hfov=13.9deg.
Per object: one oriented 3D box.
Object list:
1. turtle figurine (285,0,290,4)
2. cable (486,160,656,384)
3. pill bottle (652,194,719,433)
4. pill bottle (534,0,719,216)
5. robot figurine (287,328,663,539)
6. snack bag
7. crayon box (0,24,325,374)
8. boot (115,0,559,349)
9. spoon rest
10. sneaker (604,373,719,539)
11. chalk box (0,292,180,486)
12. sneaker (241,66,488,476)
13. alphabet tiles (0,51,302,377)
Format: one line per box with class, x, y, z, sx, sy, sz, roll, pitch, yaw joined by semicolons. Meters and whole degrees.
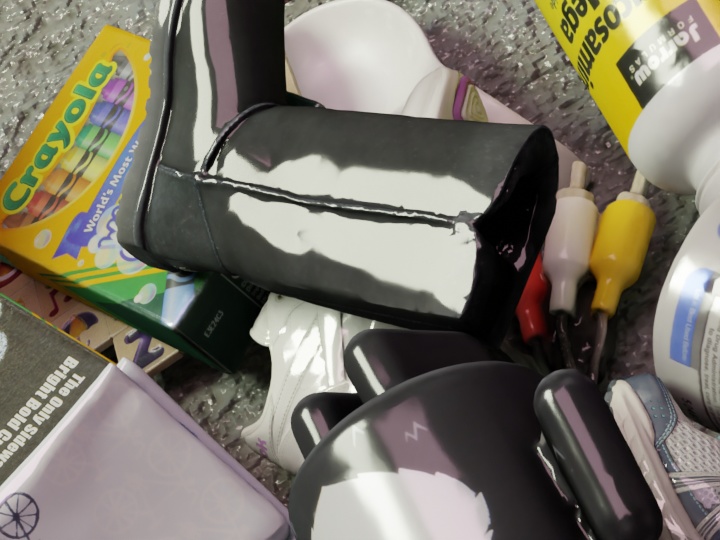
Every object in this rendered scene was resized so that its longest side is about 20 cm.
turtle figurine;-0.003;-0.194;1.505;0.200;0.101;0.150;-36;10;14
cable;0.086;0.041;1.303;0.097;0.050;0.200;-13;47;20
pill bottle;0.227;0.041;1.189;0.200;0.114;0.114;25;68;39
pill bottle;0.151;-0.108;1.327;0.112;0.112;0.200;-30;64;2
robot figurine;0.046;0.117;1.161;0.125;0.150;0.200;-22;60;-10
snack bag;-0.087;0.168;1.214;0.189;0.200;0.021;-48;5;-15
crayon box;-0.103;-0.041;1.425;0.200;0.052;0.126;23;76;46
boot;-0.004;-0.064;1.274;0.200;0.066;0.165;12;91;41
spoon rest;0.020;-0.079;1.429;0.200;0.061;0.099;25;70;38
sneaker;0.160;0.116;1.169;0.086;0.078;0.200;-22;52;-7
chalk box;-0.131;0.114;1.308;0.200;0.124;0.125;30;70;39
sneaker;0.000;0.000;1.332;0.099;0.075;0.200;11;78;29
alphabet tiles;-0.104;-0.018;1.452;0.200;0.008;0.167;-34;45;15
